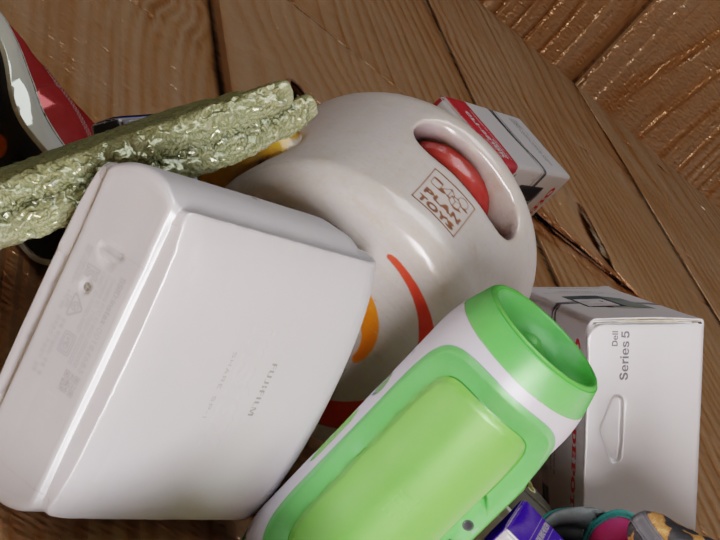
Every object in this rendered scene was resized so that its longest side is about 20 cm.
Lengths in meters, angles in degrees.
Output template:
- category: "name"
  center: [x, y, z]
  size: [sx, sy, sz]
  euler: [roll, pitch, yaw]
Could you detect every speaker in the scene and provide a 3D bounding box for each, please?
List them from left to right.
- category: "speaker"
  center: [0.026, 0.102, 0.837]
  size: [0.088, 0.200, 0.089]
  euler: [39, 17, -15]

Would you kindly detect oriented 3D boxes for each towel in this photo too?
- category: "towel"
  center: [-0.131, -0.049, 0.835]
  size: [0.199, 0.148, 0.037]
  euler: [-24, 100, -33]

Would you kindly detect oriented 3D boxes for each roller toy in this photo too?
- category: "roller toy"
  center: [0.000, 0.000, 0.961]
  size: [0.181, 0.201, 0.140]
  euler: [8, 31, 22]

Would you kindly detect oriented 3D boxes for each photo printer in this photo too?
- category: "photo printer"
  center: [-0.078, 0.042, 0.812]
  size: [0.069, 0.167, 0.200]
  euler: [30, 7, 30]

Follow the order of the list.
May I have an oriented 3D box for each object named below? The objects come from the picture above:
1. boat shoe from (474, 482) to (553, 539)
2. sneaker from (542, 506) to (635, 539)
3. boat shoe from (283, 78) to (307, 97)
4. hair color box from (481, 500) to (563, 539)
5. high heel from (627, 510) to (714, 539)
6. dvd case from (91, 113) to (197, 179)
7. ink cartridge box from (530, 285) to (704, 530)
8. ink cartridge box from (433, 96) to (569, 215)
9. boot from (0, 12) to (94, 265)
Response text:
- category: "boat shoe"
  center: [0.072, 0.148, 1.064]
  size: [0.202, 0.072, 0.060]
  euler: [46, 15, -15]
- category: "sneaker"
  center: [0.144, 0.206, 1.001]
  size: [0.199, 0.121, 0.084]
  euler: [30, 21, -39]
- category: "boat shoe"
  center: [-0.027, -0.074, 1.352]
  size: [0.200, 0.072, 0.076]
  euler: [52, 18, 14]
- category: "hair color box"
  center: [0.115, 0.236, 0.883]
  size: [0.200, 0.109, 0.065]
  euler: [47, 16, 7]
- category: "high heel"
  center: [0.187, 0.172, 0.933]
  size: [0.143, 0.071, 0.200]
  euler: [54, 3, -5]
- category: "dvd case"
  center: [-0.099, -0.023, 1.027]
  size: [0.200, 0.025, 0.152]
  euler: [-22, 100, -72]
- category: "ink cartridge box"
  center: [0.166, 0.093, 1.163]
  size: [0.083, 0.147, 0.200]
  euler: [0, 6, -10]
- category: "ink cartridge box"
  center: [0.085, -0.068, 1.477]
  size: [0.084, 0.144, 0.200]
  euler: [50, 18, 16]
- category: "boot"
  center: [-0.189, -0.086, 1.023]
  size: [0.201, 0.072, 0.144]
  euler: [57, 19, 13]
